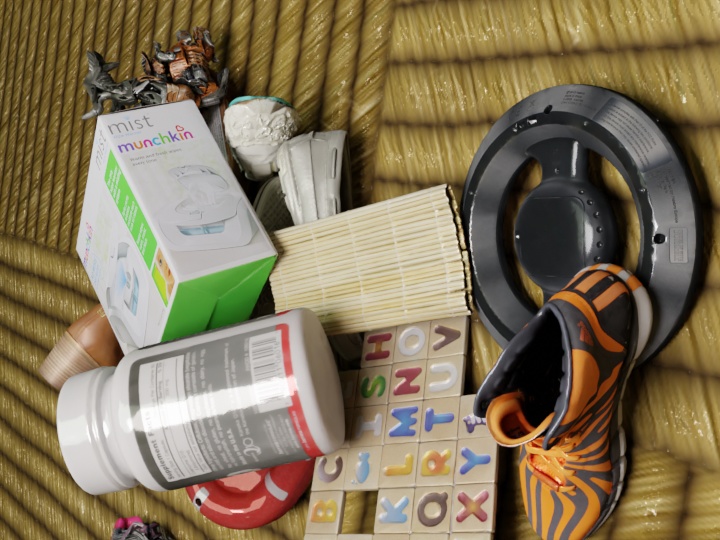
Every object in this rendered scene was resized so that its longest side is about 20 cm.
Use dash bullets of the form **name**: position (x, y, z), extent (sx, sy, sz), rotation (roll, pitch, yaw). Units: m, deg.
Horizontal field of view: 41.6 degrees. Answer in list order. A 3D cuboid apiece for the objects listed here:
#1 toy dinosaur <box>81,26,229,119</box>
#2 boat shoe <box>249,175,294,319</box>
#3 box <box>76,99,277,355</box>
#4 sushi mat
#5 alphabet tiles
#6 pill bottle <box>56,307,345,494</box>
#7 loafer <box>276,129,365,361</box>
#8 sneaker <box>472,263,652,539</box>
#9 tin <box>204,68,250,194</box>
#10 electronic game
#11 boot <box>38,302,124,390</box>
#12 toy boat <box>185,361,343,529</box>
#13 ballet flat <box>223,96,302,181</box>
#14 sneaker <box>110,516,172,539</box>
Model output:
- **toy dinosaur**: position (-0.206, -0.175, 0.972), extent (0.201, 0.135, 0.103), rotation (-78, -11, -51)
- **boat shoe**: position (-0.100, 0.004, 0.918), extent (0.062, 0.074, 0.201), rotation (27, 113, 43)
- **box**: position (-0.172, -0.019, 0.855), extent (0.177, 0.096, 0.200), rotation (59, 146, 20)
- **sushi mat**: position (0.000, 0.000, 0.742), extent (0.199, 0.012, 0.096), rotation (-12, 87, 40)
- **alphabet tiles**: position (0.032, 0.132, 0.719), extent (0.166, 0.008, 0.201), rotation (-12, 58, 36)
- **pill bottle**: position (-0.121, 0.106, 0.735), extent (0.199, 0.114, 0.115), rotation (-14, 70, 8)
- **loafer**: position (-0.017, -0.024, 0.818), extent (0.069, 0.070, 0.201), rotation (-15, 87, 10)
- **sneaker**: position (0.111, 0.098, 0.578), extent (0.077, 0.112, 0.201), rotation (21, 120, 37)
- **tin**: position (-0.179, -0.131, 1.014), extent (0.111, 0.042, 0.201), rotation (-24, 59, 19)
- **electronic game**: position (0.139, -0.023, 0.640), extent (0.199, 0.041, 0.202), rotation (8, 100, 51)
- **boot**: position (-0.273, 0.086, 1.114), extent (0.074, 0.200, 0.155), rotation (41, 84, 13)
- **toy boat**: position (-0.105, 0.146, 0.843), extent (0.130, 0.130, 0.201), rotation (42, 120, 24)
- **ballet flat**: position (-0.091, -0.117, 0.886), extent (0.200, 0.071, 0.072), rotation (-169, 85, -83)
- **sneaker**: position (-0.231, 0.313, 1.041), extent (0.199, 0.080, 0.075), rotation (-15, 72, 50)
